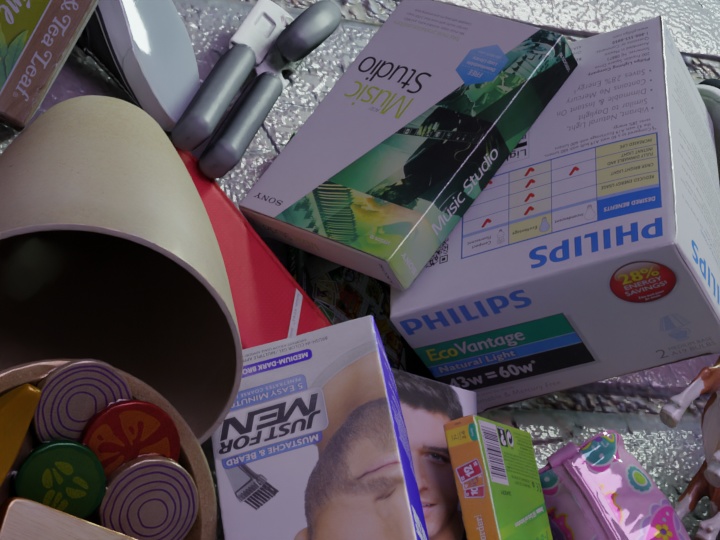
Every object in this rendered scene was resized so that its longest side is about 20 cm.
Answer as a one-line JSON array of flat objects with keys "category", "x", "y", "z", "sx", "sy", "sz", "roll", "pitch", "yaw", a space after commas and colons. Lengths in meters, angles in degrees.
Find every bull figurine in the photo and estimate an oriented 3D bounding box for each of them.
[{"category": "bull figurine", "x": 0.252, "y": 0.124, "z": 1.388, "sx": 0.065, "sy": 0.200, "sz": 0.121, "roll": 27, "pitch": 50, "yaw": 35}]

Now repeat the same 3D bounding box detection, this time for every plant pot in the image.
[{"category": "plant pot", "x": -0.162, "y": -0.010, "z": 1.231, "sx": 0.187, "sy": 0.187, "sz": 0.200, "roll": 21, "pitch": 33, "yaw": -17}]

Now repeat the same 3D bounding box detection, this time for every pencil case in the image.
[{"category": "pencil case", "x": 0.180, "y": 0.201, "z": 1.323, "sx": 0.087, "sy": 0.087, "sz": 0.200, "roll": -12, "pitch": 62, "yaw": -38}]

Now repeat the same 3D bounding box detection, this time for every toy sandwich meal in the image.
[{"category": "toy sandwich meal", "x": -0.157, "y": 0.147, "z": 1.117, "sx": 0.205, "sy": 0.070, "sz": 0.205, "roll": 1, "pitch": 89, "yaw": -27}]

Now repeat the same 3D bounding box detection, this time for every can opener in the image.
[{"category": "can opener", "x": -0.073, "y": -0.137, "z": 1.440, "sx": 0.053, "sy": 0.066, "sz": 0.200, "roll": 44, "pitch": 38, "yaw": -12}]

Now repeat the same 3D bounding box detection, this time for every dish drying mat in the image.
[{"category": "dish drying mat", "x": -0.088, "y": -0.008, "z": 1.349, "sx": 0.077, "sy": 0.018, "sz": 0.200, "roll": -19, "pitch": 60, "yaw": -40}]

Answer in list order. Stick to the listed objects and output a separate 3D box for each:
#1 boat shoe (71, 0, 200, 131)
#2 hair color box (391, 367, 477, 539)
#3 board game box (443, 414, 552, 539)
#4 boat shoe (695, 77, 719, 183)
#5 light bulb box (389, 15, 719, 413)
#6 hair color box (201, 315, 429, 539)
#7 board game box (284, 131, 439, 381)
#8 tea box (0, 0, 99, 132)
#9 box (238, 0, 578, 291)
[{"category": "boat shoe", "x": -0.179, "y": -0.179, "z": 1.410, "sx": 0.199, "sy": 0.068, "sz": 0.074, "roll": 60, "pitch": 32, "yaw": -13}, {"category": "hair color box", "x": 0.017, "y": 0.157, "z": 1.274, "sx": 0.099, "sy": 0.061, "sz": 0.200, "roll": 17, "pitch": 48, "yaw": -20}, {"category": "board game box", "x": 0.098, "y": 0.191, "z": 1.264, "sx": 0.096, "sy": 0.030, "sz": 0.200, "roll": 23, "pitch": 50, "yaw": -62}, {"category": "boat shoe", "x": 0.281, "y": -0.068, "z": 1.511, "sx": 0.076, "sy": 0.200, "sz": 0.060, "roll": 24, "pitch": 58, "yaw": 40}, {"category": "light bulb box", "x": 0.132, "y": -0.034, "z": 1.381, "sx": 0.125, "sy": 0.198, "sz": 0.200, "roll": 53, "pitch": 30, "yaw": -43}, {"category": "hair color box", "x": -0.023, "y": 0.130, "z": 1.198, "sx": 0.109, "sy": 0.065, "sz": 0.200, "roll": -16, "pitch": 51, "yaw": 4}, {"category": "board game box", "x": 0.000, "y": 0.000, "z": 1.414, "sx": 0.105, "sy": 0.023, "sz": 0.200, "roll": 14, "pitch": 50, "yaw": -20}, {"category": "tea box", "x": -0.246, "y": -0.218, "z": 1.288, "sx": 0.197, "sy": 0.134, "sz": 0.200, "roll": 28, "pitch": 88, "yaw": -11}, {"category": "box", "x": 0.030, "y": -0.089, "z": 1.375, "sx": 0.200, "sy": 0.144, "sz": 0.036, "roll": -54, "pitch": 136, "yaw": -17}]
